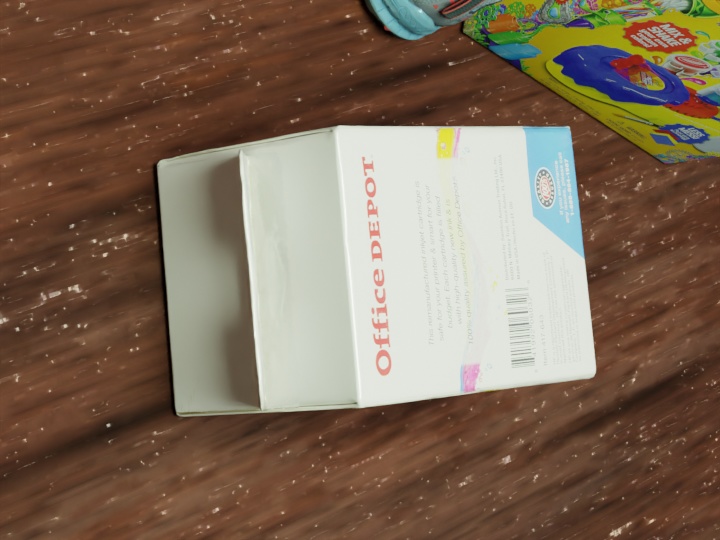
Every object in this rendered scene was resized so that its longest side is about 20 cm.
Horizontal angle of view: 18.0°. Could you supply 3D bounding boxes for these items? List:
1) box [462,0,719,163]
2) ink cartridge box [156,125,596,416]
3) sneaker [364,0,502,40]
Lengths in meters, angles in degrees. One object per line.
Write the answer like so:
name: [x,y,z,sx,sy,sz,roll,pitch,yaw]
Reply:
box: [0.200,-0.161,1.276,0.200,0.193,0.122,27,66,-41]
ink cartridge box: [0.000,0.000,1.093,0.200,0.125,0.129,-2,86,-47]
sneaker: [0.072,-0.215,1.217,0.079,0.096,0.200,32,63,-40]
